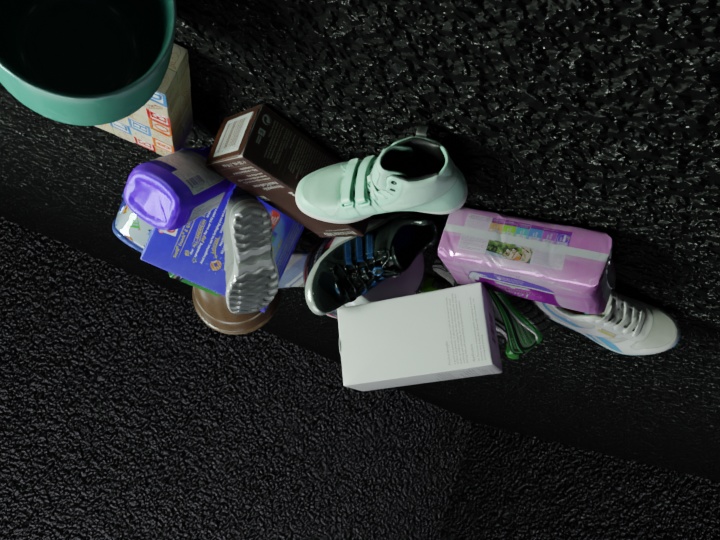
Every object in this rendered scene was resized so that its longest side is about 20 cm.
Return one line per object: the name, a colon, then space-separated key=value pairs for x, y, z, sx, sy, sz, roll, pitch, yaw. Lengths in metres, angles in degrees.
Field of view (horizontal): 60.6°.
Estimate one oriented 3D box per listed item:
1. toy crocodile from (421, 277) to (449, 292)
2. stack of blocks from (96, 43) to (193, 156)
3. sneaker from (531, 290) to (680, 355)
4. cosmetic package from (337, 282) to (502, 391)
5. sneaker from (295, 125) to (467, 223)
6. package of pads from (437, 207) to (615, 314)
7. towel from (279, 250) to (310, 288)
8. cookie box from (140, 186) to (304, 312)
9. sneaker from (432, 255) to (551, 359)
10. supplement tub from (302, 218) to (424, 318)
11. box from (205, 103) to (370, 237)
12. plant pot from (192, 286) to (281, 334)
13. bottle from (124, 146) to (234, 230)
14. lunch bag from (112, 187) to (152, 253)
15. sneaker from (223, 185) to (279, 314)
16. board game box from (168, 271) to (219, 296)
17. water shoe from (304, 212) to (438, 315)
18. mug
toy crocodile: x=0.197 y=0.056 z=1.060 sx=0.197 sy=0.063 sz=0.067 roll=6 pitch=160 yaw=31
stack of blocks: x=-0.260 y=-0.208 z=0.712 sx=0.114 sy=0.059 sz=0.200 roll=23 pitch=166 yaw=-9
sneaker: x=0.330 y=0.060 z=0.829 sx=0.197 sy=0.078 sz=0.081 roll=18 pitch=173 yaw=11
cosmetic package: x=0.076 y=0.091 z=0.810 sx=0.197 sy=0.109 sz=0.085 roll=-10 pitch=161 yaw=19
sneaker: x=0.009 y=-0.103 z=0.653 sx=0.197 sy=0.075 sz=0.118 roll=-2 pitch=165 yaw=16
package of pads: x=0.203 y=-0.012 z=0.748 sx=0.197 sy=0.077 sz=0.120 roll=13 pitch=164 yaw=28
towel: x=-0.104 y=-0.004 z=1.097 sx=0.198 sy=0.024 sz=0.146 roll=0 pitch=157 yaw=-37
cookie box: x=-0.201 y=-0.059 z=0.927 sx=0.198 sy=0.173 sz=0.075 roll=25 pitch=-178 yaw=-18
sneaker: x=0.179 y=0.048 z=0.909 sx=0.200 sy=0.085 sz=0.078 roll=43 pitch=-177 yaw=20
supplement tub: x=0.000 y=0.000 z=0.946 sx=0.139 sy=0.142 sz=0.200 roll=24 pitch=165 yaw=-17
box: x=-0.082 y=-0.116 z=0.775 sx=0.199 sy=0.076 sz=0.099 roll=29 pitch=164 yaw=-35
plant pot: x=-0.270 y=0.010 z=1.295 sx=0.197 sy=0.203 sz=0.199 roll=19 pitch=158 yaw=3
bottle: x=-0.209 y=-0.114 z=0.778 sx=0.083 sy=0.066 sz=0.200 roll=32 pitch=-154 yaw=1
lunch bag: x=-0.377 y=-0.085 z=1.144 sx=0.159 sy=0.076 sz=0.200 roll=34 pitch=-169 yaw=-24
sneaker: x=-0.154 y=-0.025 z=0.858 sx=0.074 sy=0.082 sz=0.202 roll=-5 pitch=131 yaw=-22
board game box: x=-0.299 y=-0.064 z=1.053 sx=0.029 sy=0.202 sz=0.134 roll=-28 pitch=157 yaw=12
water shoe: x=0.014 y=-0.015 z=0.796 sx=0.079 sy=0.199 sz=0.072 roll=10 pitch=135 yaw=60
mug: x=-0.234 y=-0.216 z=0.511 sx=0.150 sy=0.189 sz=0.114 roll=-1 pitch=177 yaw=-22
